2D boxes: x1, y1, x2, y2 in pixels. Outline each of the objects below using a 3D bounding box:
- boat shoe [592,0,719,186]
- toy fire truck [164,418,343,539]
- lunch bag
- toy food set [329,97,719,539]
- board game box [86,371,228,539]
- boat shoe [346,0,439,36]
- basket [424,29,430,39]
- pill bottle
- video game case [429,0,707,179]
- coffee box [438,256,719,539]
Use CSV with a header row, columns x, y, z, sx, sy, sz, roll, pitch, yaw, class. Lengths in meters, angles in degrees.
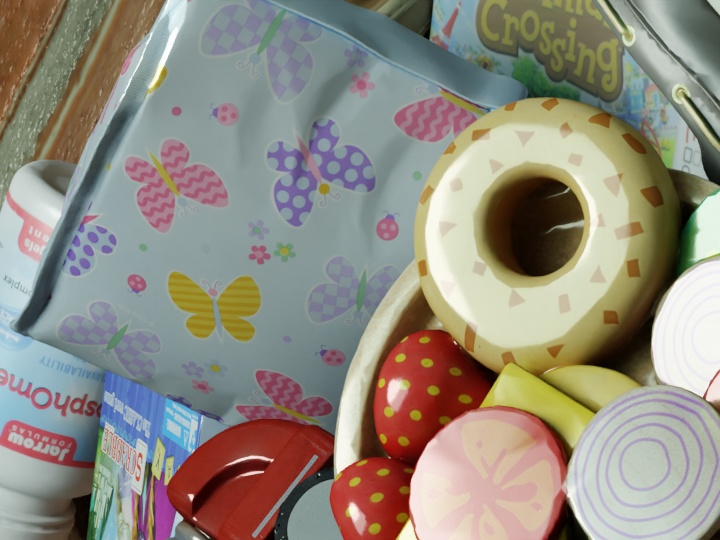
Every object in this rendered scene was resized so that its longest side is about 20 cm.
x,y,z,sx,sy,sz,roll,pitch,yaw,class
0.150,-0.054,0.993,0.061,0.071,0.202,-44,68,37,boat shoe
-0.069,0.142,1.115,0.200,0.129,0.176,30,76,42,toy fire truck
-0.026,-0.034,1.121,0.200,0.169,0.128,121,171,-46,lunch bag
0.076,0.049,0.953,0.197,0.049,0.201,31,87,35,toy food set
-0.094,0.152,1.331,0.200,0.041,0.201,-162,78,-72,board game box
-0.024,-0.052,1.236,0.200,0.064,0.071,-48,13,16,boat shoe
0.038,-0.193,1.292,0.143,0.149,0.200,51,129,13,basket
-0.167,0.051,1.491,0.109,0.108,0.201,42,115,57,pill bottle
0.090,-0.067,1.127,0.200,0.022,0.184,27,116,52,video game case
0.092,0.105,1.001,0.114,0.080,0.201,-27,60,22,coffee box
